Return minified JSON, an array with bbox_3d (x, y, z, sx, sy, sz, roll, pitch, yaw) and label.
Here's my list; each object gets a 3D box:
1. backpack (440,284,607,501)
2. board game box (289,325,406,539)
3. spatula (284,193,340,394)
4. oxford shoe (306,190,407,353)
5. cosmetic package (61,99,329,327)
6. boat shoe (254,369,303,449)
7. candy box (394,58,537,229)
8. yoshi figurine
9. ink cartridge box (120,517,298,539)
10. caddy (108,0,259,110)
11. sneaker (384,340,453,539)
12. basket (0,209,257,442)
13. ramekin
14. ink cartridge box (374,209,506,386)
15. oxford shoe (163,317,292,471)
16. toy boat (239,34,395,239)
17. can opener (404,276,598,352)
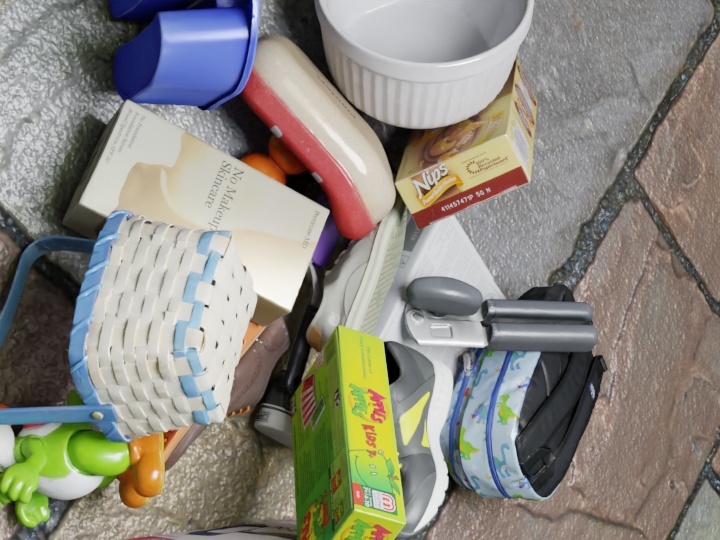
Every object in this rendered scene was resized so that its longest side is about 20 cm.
[{"bbox_3d":[0.163,0.140,1.385,0.201,0.152,0.164,-76,151,-46],"label":"backpack"},{"bbox_3d":[-0.014,0.154,1.138,0.047,0.102,0.201,18,37,-20],"label":"board game box"},{"bbox_3d":[-0.046,0.021,1.273,0.057,0.020,0.202,50,42,-50],"label":"spatula"},{"bbox_3d":[0.000,0.000,1.272,0.076,0.057,0.201,80,26,-50],"label":"oxford shoe"},{"bbox_3d":[-0.137,-0.045,1.157,0.198,0.071,0.106,26,69,-17],"label":"cosmetic package"},{"bbox_3d":[-0.008,0.159,1.291,0.199,0.070,0.064,35,69,-31],"label":"boat shoe"},{"bbox_3d":[0.104,-0.124,1.305,0.056,0.114,0.201,61,21,-20],"label":"candy box"},{"bbox_3d":[-0.256,0.166,1.064,0.197,0.112,0.114,6,111,-20],"label":"yoshi figurine"},{"bbox_3d":[-0.097,0.266,1.167,0.198,0.144,0.086,0,87,-39],"label":"ink cartridge box"},{"bbox_3d":[-0.137,-0.208,1.126,0.104,0.199,0.144,-2,88,-24],"label":"caddy"},{"bbox_3d":[0.029,0.152,1.245,0.084,0.074,0.202,35,41,-26],"label":"sneaker"},{"bbox_3d":[-0.190,0.046,1.052,0.140,0.197,0.178,82,17,-50],"label":"basket"},{"bbox_3d":[0.056,-0.224,1.263,0.200,0.199,0.106,-49,159,-29],"label":"ramekin"},{"bbox_3d":[0.076,0.053,1.392,0.164,0.056,0.201,-62,143,-23],"label":"ink cartridge box"},{"bbox_3d":[-0.123,0.109,1.202,0.201,0.071,0.073,-53,124,-28],"label":"oxford shoe"},{"bbox_3d":[-0.062,-0.104,1.236,0.130,0.131,0.200,-41,99,11],"label":"toy boat"},{"bbox_3d":[0.136,0.047,1.313,0.197,0.067,0.053,5,56,-17],"label":"can opener"}]
